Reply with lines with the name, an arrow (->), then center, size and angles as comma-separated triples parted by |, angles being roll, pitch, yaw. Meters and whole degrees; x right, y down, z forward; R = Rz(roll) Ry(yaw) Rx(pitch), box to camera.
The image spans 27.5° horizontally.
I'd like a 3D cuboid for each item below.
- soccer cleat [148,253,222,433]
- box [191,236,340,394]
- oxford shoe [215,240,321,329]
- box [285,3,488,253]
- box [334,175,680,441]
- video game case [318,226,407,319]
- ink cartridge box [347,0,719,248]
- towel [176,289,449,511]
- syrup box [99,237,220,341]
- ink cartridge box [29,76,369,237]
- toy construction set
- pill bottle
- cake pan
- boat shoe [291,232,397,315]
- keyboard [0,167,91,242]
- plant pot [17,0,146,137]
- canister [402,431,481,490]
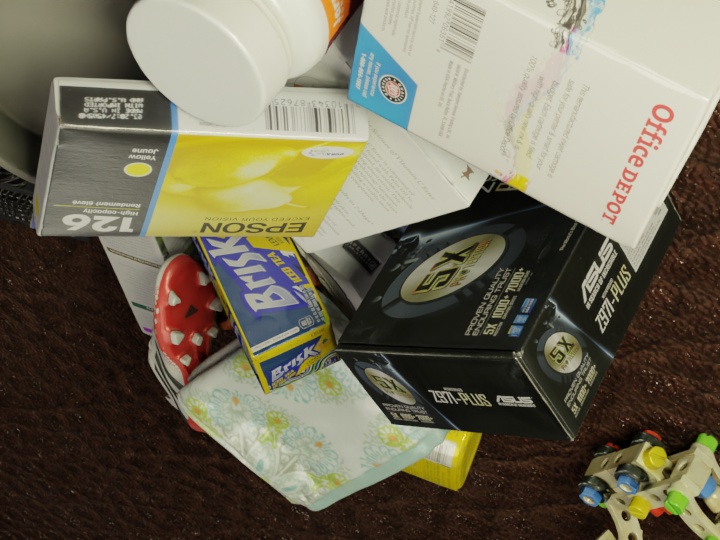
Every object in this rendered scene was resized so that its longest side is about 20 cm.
soccer cleat -> -0.165, 0.063, 1.343 | 0.085, 0.068, 0.201 | 27, 142, 36
box -> -0.086, -0.008, 1.161 | 0.065, 0.069, 0.201 | 77, 167, -59
oxford shoe -> -0.091, 0.004, 1.314 | 0.200, 0.071, 0.074 | -30, 81, 64
box -> -0.006, -0.115, 1.046 | 0.152, 0.107, 0.199 | 47, 148, -21
box -> 0.104, 0.008, 1.021 | 0.163, 0.201, 0.086 | 0, 138, 44
video game case -> -0.033, -0.026, 1.281 | 0.198, 0.022, 0.183 | 23, 148, 18
ink cartridge box -> 0.117, -0.144, 0.849 | 0.199, 0.145, 0.148 | 29, 150, 8
towel -> -0.044, 0.118, 1.259 | 0.171, 0.048, 0.199 | 43, 132, -16
syrup box -> -0.182, -0.019, 1.376 | 0.081, 0.079, 0.201 | 17, 146, 25
ink cartridge box -> -0.114, -0.057, 0.980 | 0.195, 0.047, 0.200 | -1, 153, -17
toy construction set -> 0.261, 0.205, 1.265 | 0.131, 0.092, 0.200 | 38, 138, -7
pill bottle -> -0.048, -0.189, 0.890 | 0.113, 0.201, 0.115 | 24, 149, 16
cake pan -> -0.177, -0.130, 0.975 | 0.198, 0.037, 0.201 | 1, 138, 1
boat shoe -> 0.000, 0.000, 1.210 | 0.200, 0.071, 0.070 | 45, 173, -23
keyboard -> -0.359, -0.070, 1.434 | 0.198, 0.040, 0.105 | 13, 145, 30
plant pot -> -0.176, -0.186, 1.057 | 0.189, 0.201, 0.200 | -21, 120, 41
canister -> 0.012, 0.123, 1.355 | 0.198, 0.087, 0.149 | 20, 161, 11
